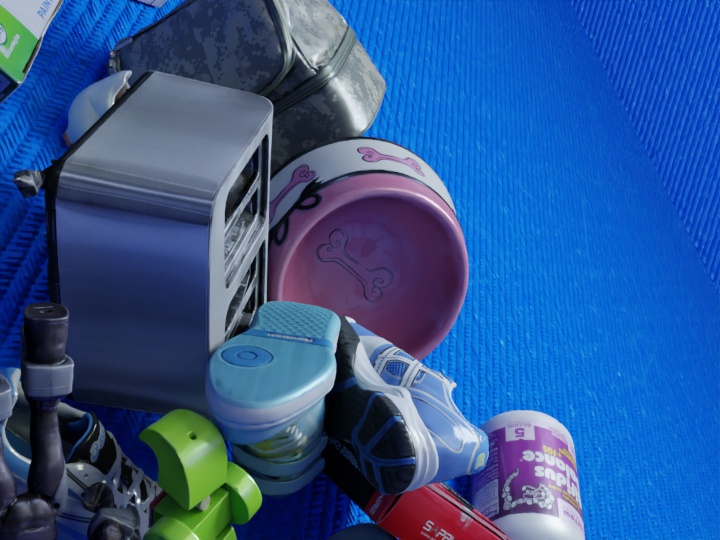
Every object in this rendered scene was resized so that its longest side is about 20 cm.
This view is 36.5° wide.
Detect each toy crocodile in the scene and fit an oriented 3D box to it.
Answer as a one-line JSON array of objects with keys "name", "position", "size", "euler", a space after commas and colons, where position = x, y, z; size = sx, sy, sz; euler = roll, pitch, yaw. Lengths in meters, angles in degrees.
[{"name": "toy crocodile", "position": [-0.099, 0.172, 0.662], "size": [0.067, 0.061, 0.202], "euler": [-44, 145, -40]}]

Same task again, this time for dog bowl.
[{"name": "dog bowl", "position": [0.000, 0.000, 0.882], "size": [0.200, 0.200, 0.074], "euler": [43, 5, -29]}]

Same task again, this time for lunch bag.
[{"name": "lunch bag", "position": [-0.101, -0.162, 0.933], "size": [0.169, 0.198, 0.140], "euler": [56, 27, -19]}]

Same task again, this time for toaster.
[{"name": "toaster", "position": [-0.133, -0.016, 0.737], "size": [0.201, 0.117, 0.183], "euler": [-69, 165, -58]}]

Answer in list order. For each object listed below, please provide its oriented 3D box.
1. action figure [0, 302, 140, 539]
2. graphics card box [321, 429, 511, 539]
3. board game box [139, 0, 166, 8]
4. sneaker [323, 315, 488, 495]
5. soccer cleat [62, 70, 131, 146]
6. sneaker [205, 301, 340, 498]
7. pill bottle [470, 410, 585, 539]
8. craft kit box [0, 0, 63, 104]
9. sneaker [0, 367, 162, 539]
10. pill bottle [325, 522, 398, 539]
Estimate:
[{"name": "action figure", "position": [-0.180, 0.124, 0.584], "size": [0.129, 0.069, 0.204], "euler": [-7, 101, -36]}, {"name": "graphics card box", "position": [0.017, 0.159, 0.856], "size": [0.125, 0.051, 0.199], "euler": [39, -3, -34]}, {"name": "board game box", "position": [-0.239, -0.361, 1.042], "size": [0.199, 0.061, 0.202], "euler": [0, 63, -59]}, {"name": "sneaker", "position": [0.022, 0.095, 0.775], "size": [0.076, 0.077, 0.200], "euler": [3, 24, -22]}, {"name": "soccer cleat", "position": [-0.152, -0.068, 0.878], "size": [0.201, 0.077, 0.070], "euler": [50, 28, -20]}, {"name": "sneaker", "position": [-0.057, 0.106, 0.717], "size": [0.200, 0.078, 0.133], "euler": [-50, 150, -74]}, {"name": "pill bottle", "position": [0.163, 0.246, 1.071], "size": [0.112, 0.112, 0.202], "euler": [43, 30, -28]}, {"name": "craft kit box", "position": [-0.244, -0.120, 0.639], "size": [0.048, 0.199, 0.199], "euler": [42, 31, -26]}, {"name": "sneaker", "position": [-0.163, 0.131, 0.668], "size": [0.200, 0.072, 0.073], "euler": [42, 29, -33]}, {"name": "pill bottle", "position": [0.039, 0.292, 0.810], "size": [0.200, 0.112, 0.114], "euler": [49, 28, -21]}]
